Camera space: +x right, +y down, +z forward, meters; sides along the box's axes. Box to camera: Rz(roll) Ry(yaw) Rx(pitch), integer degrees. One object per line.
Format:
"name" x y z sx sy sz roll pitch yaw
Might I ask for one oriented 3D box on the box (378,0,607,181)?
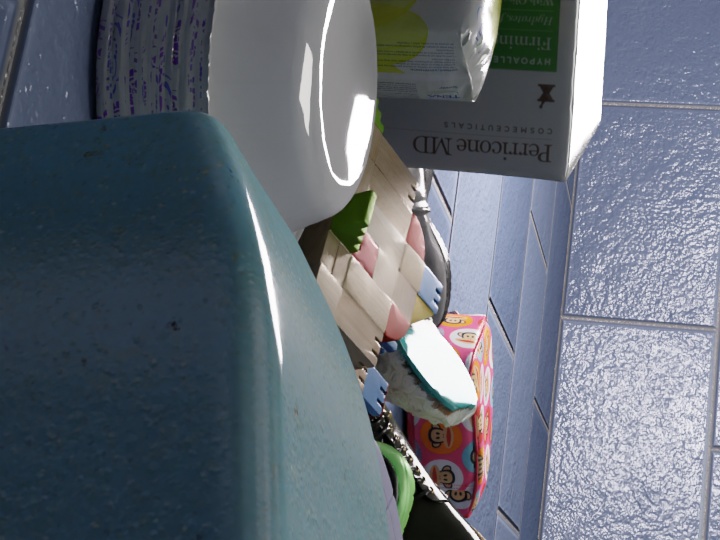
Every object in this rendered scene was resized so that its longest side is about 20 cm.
"box" 0.084 -0.180 1.032 0.200 0.197 0.173 -49 142 -64

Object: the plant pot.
"plant pot" -0.092 0.061 0.459 0.196 0.194 0.202 61 27 -64

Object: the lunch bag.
"lunch bag" 0.105 0.148 1.443 0.176 0.081 0.202 -54 145 -65

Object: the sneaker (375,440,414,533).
"sneaker" -0.028 0.207 0.874 0.077 0.083 0.202 -7 -113 61

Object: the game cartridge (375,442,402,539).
"game cartridge" -0.039 0.183 0.789 0.040 0.132 0.202 -40 134 -60

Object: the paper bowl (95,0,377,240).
"paper bowl" -0.055 -0.101 0.710 0.201 0.103 0.203 4 90 -74

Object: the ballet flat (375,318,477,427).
"ballet flat" 0.028 0.058 1.000 0.201 0.071 0.072 -118 -167 -45

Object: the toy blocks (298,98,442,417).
"toy blocks" 0.000 0.000 0.866 0.137 0.099 0.201 49 42 -39

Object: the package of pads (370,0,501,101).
"package of pads" 0.021 -0.201 0.868 0.068 0.153 0.201 73 26 -54

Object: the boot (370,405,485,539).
"boot" 0.027 0.160 1.006 0.077 0.200 0.139 -32 132 -24

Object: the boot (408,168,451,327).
"boot" 0.022 -0.017 1.135 0.132 0.069 0.202 -50 134 -58
